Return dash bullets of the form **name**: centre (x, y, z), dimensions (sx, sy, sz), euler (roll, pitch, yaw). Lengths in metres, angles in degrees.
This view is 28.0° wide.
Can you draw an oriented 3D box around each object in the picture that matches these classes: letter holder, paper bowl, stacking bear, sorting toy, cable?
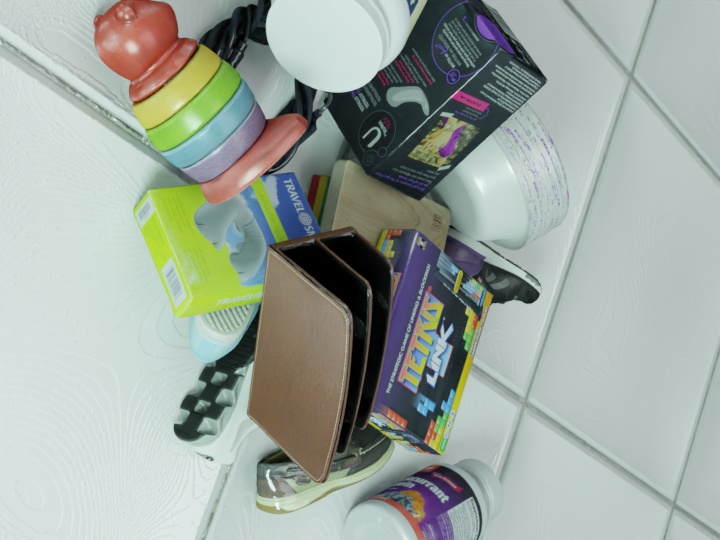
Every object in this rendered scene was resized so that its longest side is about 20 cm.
- **letter holder**: centre (-0.023, 0.084, 1.395), dimensions (0.100, 0.142, 0.201), euler (-13, 127, -34)
- **paper bowl**: centre (0.143, -0.116, 1.672), dimensions (0.104, 0.200, 0.202), euler (-31, 121, -18)
- **stacking bear**: centre (-0.166, -0.170, 1.350), dimensions (0.114, 0.121, 0.200), euler (-48, 111, -18)
- **sorting toy**: centre (0.000, 0.000, 1.614), dimensions (0.200, 0.069, 0.200), euler (22, 77, -49)
- **cable**: centre (-0.107, -0.185, 1.477), dimensions (0.200, 0.051, 0.164), euler (-42, 126, -36)

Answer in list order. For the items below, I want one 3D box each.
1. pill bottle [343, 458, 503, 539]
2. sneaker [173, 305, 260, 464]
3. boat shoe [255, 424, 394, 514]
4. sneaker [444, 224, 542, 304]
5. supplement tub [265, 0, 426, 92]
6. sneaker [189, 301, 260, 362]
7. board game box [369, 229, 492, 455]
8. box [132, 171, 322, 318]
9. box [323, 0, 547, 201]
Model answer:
- **pill bottle**: centre (0.082, 0.297, 1.731), dimensions (0.199, 0.111, 0.112), euler (-20, 111, -46)
- **sneaker**: centre (-0.113, 0.110, 1.507), dimensions (0.201, 0.074, 0.089), euler (-57, 137, -15)
- **boat shoe**: centre (-0.037, 0.205, 1.608), dimensions (0.200, 0.072, 0.066), euler (-24, 119, -40)
- **sneaker**: centre (0.146, 0.015, 1.806), dimensions (0.200, 0.076, 0.088), euler (29, 89, -44)
- **supplement tub**: centre (-0.005, -0.289, 1.473), dimensions (0.145, 0.144, 0.201), euler (64, 34, -34)
- **sneaker**: centre (-0.129, 0.012, 1.485), dimensions (0.074, 0.082, 0.200), euler (33, 47, -3)
- **board game box**: centre (0.059, 0.080, 1.590), dimensions (0.165, 0.056, 0.201), euler (38, 63, -46)
- **box**: centre (-0.113, -0.029, 1.433), dimensions (0.199, 0.048, 0.122), euler (-11, 68, -38)
- **box**: centre (0.080, -0.193, 1.562), dimensions (0.200, 0.123, 0.106), euler (-41, 146, 19)
